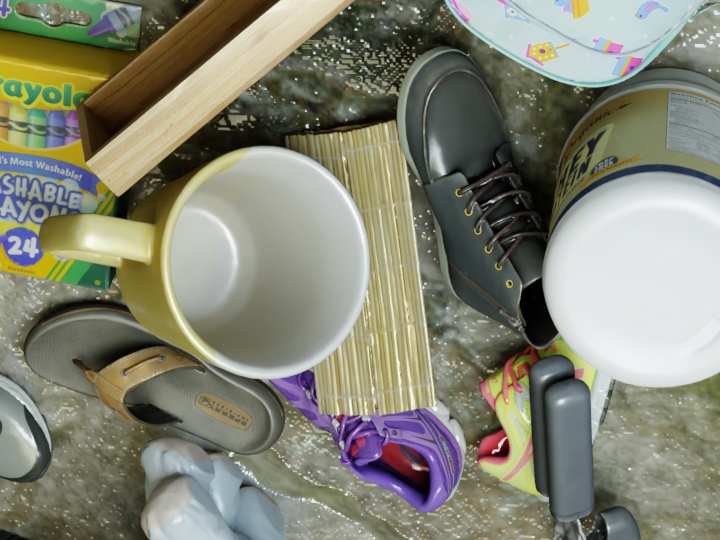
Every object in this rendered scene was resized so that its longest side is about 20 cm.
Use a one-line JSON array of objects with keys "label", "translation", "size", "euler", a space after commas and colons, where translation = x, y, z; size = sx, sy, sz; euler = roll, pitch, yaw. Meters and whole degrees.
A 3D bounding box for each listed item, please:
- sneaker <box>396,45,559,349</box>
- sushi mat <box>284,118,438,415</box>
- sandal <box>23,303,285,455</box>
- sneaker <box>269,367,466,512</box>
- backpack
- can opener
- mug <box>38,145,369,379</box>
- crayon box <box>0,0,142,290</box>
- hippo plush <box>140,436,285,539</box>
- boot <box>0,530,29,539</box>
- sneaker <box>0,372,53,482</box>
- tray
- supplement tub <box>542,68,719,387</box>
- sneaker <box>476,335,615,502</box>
[{"label": "sneaker", "translation": [0.091, -0.049, 1.500], "size": [0.075, 0.106, 0.201], "euler": [-28, 124, -16]}, {"label": "sushi mat", "translation": [0.000, 0.000, 1.554], "size": [0.095, 0.012, 0.201], "euler": [-4, 96, 28]}, {"label": "sandal", "translation": [-0.151, 0.088, 1.654], "size": [0.199, 0.055, 0.082], "euler": [27, 119, -6]}, {"label": "sneaker", "translation": [-0.004, 0.096, 1.618], "size": [0.200, 0.084, 0.081], "euler": [38, 117, -10]}, {"label": "backpack", "translation": [0.143, -0.212, 1.390], "size": [0.175, 0.154, 0.200], "euler": [26, 126, -12]}, {"label": "can opener", "translation": [0.156, 0.141, 1.568], "size": [0.066, 0.053, 0.201], "euler": [-16, 129, -12]}, {"label": "mug", "translation": [-0.105, -0.017, 1.524], "size": [0.187, 0.153, 0.150], "euler": [44, 72, -20]}, {"label": "crayon box", "translation": [-0.223, -0.092, 1.571], "size": [0.125, 0.052, 0.201], "euler": [10, 119, 4]}, {"label": "hippo plush", "translation": [-0.135, 0.236, 1.661], "size": [0.161, 0.159, 0.200], "euler": [-37, 99, 12]}, {"label": "boot", "translation": [-0.239, 0.309, 1.774], "size": [0.210, 0.079, 0.158], "euler": [26, 113, 7]}, {"label": "sneaker", "translation": [-0.315, 0.096, 1.673], "size": [0.200, 0.079, 0.074], "euler": [40, 116, -14]}, {"label": "tray", "translation": [-0.095, -0.139, 1.464], "size": [0.200, 0.099, 0.037], "euler": [-40, 117, 9]}, {"label": "supplement tub", "translation": [0.193, -0.034, 1.447], "size": [0.143, 0.200, 0.145], "euler": [4, 119, 7]}, {"label": "sneaker", "translation": [0.130, 0.080, 1.591], "size": [0.090, 0.078, 0.201], "euler": [15, 120, 3]}]
